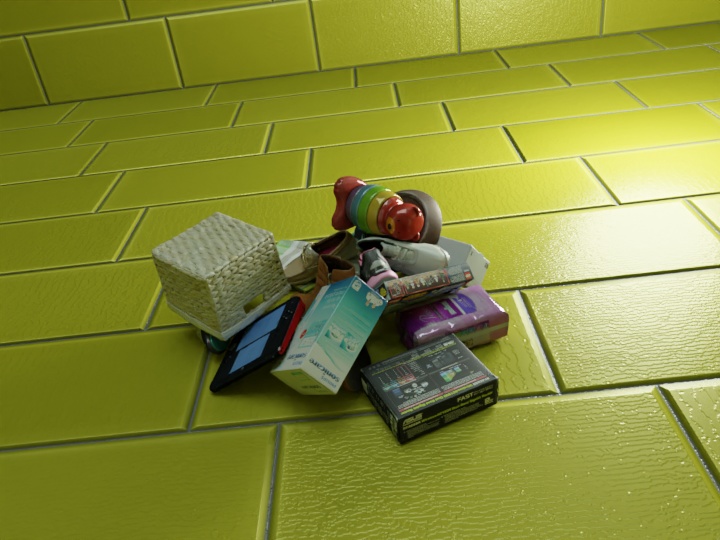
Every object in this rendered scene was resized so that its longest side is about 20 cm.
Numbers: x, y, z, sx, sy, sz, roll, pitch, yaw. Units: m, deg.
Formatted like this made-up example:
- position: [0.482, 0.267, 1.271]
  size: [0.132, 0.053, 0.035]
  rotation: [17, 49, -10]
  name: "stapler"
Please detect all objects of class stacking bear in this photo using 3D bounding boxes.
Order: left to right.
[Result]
- position: [0.047, -0.121, 1.408]
  size: [0.114, 0.122, 0.200]
  rotation: [-16, 30, -41]
  name: "stacking bear"

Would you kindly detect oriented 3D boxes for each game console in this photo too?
- position: [-0.199, 0.140, 1.288]
  size: [0.200, 0.031, 0.177]
  rotation: [-31, 19, 29]
  name: "game console"

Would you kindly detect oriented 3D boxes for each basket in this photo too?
- position: [-0.288, 0.003, 1.370]
  size: [0.200, 0.161, 0.198]
  rotation: [21, 45, 36]
  name: "basket"

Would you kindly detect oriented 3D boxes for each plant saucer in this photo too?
- position: [0.083, -0.094, 1.469]
  size: [0.200, 0.034, 0.200]
  rotation: [-14, 64, 29]
  name: "plant saucer"

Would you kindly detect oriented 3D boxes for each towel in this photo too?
- position: [-0.166, 0.009, 1.599]
  size: [0.200, 0.018, 0.086]
  rotation: [21, 36, 40]
  name: "towel"
- position: [-0.140, -0.036, 1.632]
  size: [0.200, 0.031, 0.149]
  rotation: [7, 27, 20]
  name: "towel"

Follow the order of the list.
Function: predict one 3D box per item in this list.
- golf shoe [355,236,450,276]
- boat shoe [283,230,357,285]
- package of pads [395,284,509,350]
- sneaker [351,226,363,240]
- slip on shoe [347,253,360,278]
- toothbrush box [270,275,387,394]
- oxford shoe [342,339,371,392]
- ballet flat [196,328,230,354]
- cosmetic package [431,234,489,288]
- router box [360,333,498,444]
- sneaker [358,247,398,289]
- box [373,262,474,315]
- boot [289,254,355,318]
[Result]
- position: [0.082, -0.028, 1.369]
  size: [0.200, 0.078, 0.097]
  rotation: [8, -2, 27]
  name: "golf shoe"
- position: [-0.103, -0.036, 1.523]
  size: [0.200, 0.069, 0.074]
  rotation: [-28, 48, 3]
  name: "boat shoe"
- position: [0.179, 0.103, 1.313]
  size: [0.200, 0.076, 0.121]
  rotation: [-16, 30, -13]
  name: "package of pads"
- position: [0.082, -0.079, 1.601]
  size: [0.200, 0.140, 0.078]
  rotation: [-24, 50, 32]
  name: "sneaker"
- position: [0.000, 0.000, 1.538]
  size: [0.074, 0.061, 0.200]
  rotation: [-10, 18, 9]
  name: "slip on shoe"
- position: [-0.058, 0.121, 1.205]
  size: [0.146, 0.085, 0.200]
  rotation: [-19, 37, 61]
  name: "toothbrush box"
- position: [-0.025, 0.167, 1.283]
  size: [0.071, 0.071, 0.200]
  rotation: [-32, 29, 19]
  name: "oxford shoe"
- position: [-0.310, 0.115, 1.421]
  size: [0.073, 0.073, 0.200]
  rotation: [-4, 38, 6]
  name: "ballet flat"
- position: [0.171, -0.028, 1.473]
  size: [0.200, 0.113, 0.081]
  rotation: [21, 84, 39]
  name: "cosmetic package"
- position: [0.121, 0.204, 1.173]
  size: [0.200, 0.062, 0.150]
  rotation: [-18, 33, -17]
  name: "router box"
- position: [0.027, 0.010, 1.368]
  size: [0.079, 0.200, 0.095]
  rotation: [-24, 76, -12]
  name: "sneaker"
- position: [0.108, 0.042, 1.320]
  size: [0.200, 0.040, 0.137]
  rotation: [-12, -15, -29]
  name: "box"
- position: [-0.081, 0.039, 1.396]
  size: [0.200, 0.155, 0.077]
  rotation: [19, 41, 37]
  name: "boot"
